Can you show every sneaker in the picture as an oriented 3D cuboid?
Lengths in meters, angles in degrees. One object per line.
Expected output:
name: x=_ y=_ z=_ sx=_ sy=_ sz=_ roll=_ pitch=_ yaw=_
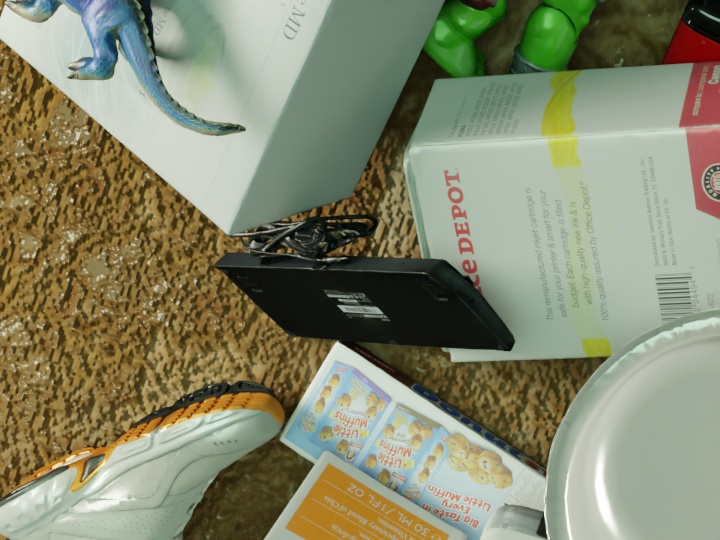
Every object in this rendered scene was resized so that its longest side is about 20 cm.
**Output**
sneaker: x=-0.121 y=0.137 z=1.575 sx=0.199 sy=0.076 sz=0.092 roll=-26 pitch=96 yaw=21

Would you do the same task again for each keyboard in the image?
keyboard: x=0.000 y=0.000 z=1.483 sx=0.199 sy=0.104 sz=0.040 roll=2 pitch=54 yaw=49

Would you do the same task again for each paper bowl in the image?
paper bowl: x=0.193 y=0.117 z=1.360 sx=0.199 sy=0.104 sz=0.202 roll=-7 pitch=66 yaw=15

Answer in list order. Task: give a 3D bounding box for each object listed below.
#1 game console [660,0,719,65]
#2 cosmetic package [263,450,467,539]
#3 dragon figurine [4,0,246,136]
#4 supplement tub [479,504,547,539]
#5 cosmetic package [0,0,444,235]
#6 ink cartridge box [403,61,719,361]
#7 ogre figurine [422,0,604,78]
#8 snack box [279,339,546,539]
game console: x=0.279 y=-0.108 z=1.486 sx=0.199 sy=0.119 sz=0.173 roll=28 pitch=131 yaw=9
cosmetic package: x=-0.032 y=0.211 z=1.493 sx=0.101 sy=0.200 sz=0.071 roll=29 pitch=143 yaw=7
dragon figurine: x=-0.130 y=-0.156 z=1.377 sx=0.200 sy=0.059 sz=0.100 roll=48 pitch=135 yaw=28
supplement tub: x=0.154 y=0.213 z=1.467 sx=0.199 sy=0.122 sz=0.123 roll=15 pitch=98 yaw=8
cosmetic package: x=-0.070 y=-0.164 z=1.453 sx=0.200 sy=0.123 sz=0.200 roll=39 pitch=122 yaw=21
ink cartridge box: x=0.137 y=-0.033 z=1.459 sx=0.199 sy=0.084 sz=0.146 roll=-2 pitch=122 yaw=16
ogre figurine: x=0.068 y=-0.186 z=1.487 sx=0.120 sy=0.098 sz=0.201 roll=-36 pitch=75 yaw=25
snack box: x=0.053 y=0.124 z=1.553 sx=0.199 sy=0.024 sz=0.072 roll=33 pitch=103 yaw=8
